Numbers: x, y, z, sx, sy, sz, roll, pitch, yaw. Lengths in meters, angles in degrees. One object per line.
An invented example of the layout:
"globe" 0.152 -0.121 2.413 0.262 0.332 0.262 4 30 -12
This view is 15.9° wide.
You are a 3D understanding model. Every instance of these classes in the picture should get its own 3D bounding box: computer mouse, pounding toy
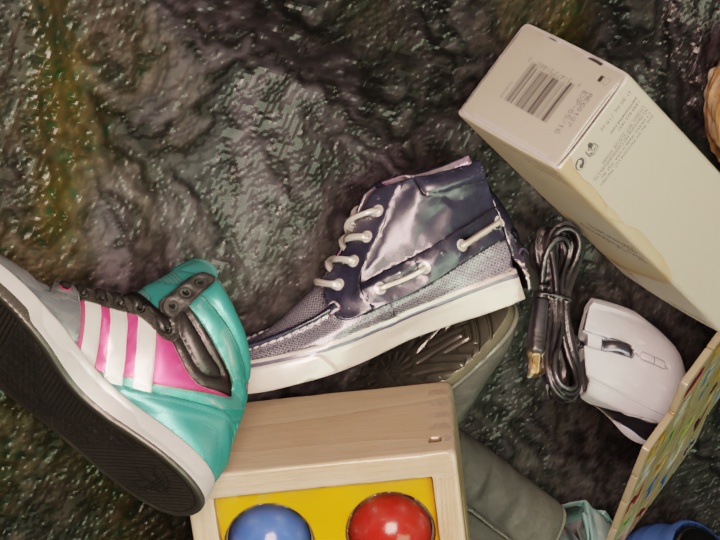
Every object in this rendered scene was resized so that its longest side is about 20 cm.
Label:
"computer mouse" 0.165 0.053 1.641 0.200 0.044 0.110 33 54 -52
"pounding toy" 0.003 0.190 1.511 0.183 0.142 0.201 -6 110 3

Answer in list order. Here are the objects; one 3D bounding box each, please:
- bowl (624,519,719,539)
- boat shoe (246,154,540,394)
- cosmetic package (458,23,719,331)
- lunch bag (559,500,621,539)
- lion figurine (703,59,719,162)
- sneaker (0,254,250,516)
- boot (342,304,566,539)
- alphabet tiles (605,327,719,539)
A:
"bowl" 0.240 0.261 1.738 0.039 0.202 0.200 -27 137 23
"boat shoe" 0.000 0.000 1.526 0.199 0.075 0.093 -21 100 -10
"cosmetic package" 0.160 -0.055 1.561 0.073 0.103 0.200 -52 131 -4
"lunch bag" 0.152 0.276 1.751 0.170 0.122 0.201 41 71 -38
"lion figurine" 0.289 -0.093 1.659 0.199 0.072 0.123 -15 118 -43
"sneaker" -0.135 0.029 1.437 0.200 0.083 0.121 44 52 -14
"boot" 0.075 0.118 1.635 0.182 0.073 0.200 -41 126 13
"alphabet tiles" 0.213 0.093 1.675 0.167 0.006 0.200 -49 163 -31
